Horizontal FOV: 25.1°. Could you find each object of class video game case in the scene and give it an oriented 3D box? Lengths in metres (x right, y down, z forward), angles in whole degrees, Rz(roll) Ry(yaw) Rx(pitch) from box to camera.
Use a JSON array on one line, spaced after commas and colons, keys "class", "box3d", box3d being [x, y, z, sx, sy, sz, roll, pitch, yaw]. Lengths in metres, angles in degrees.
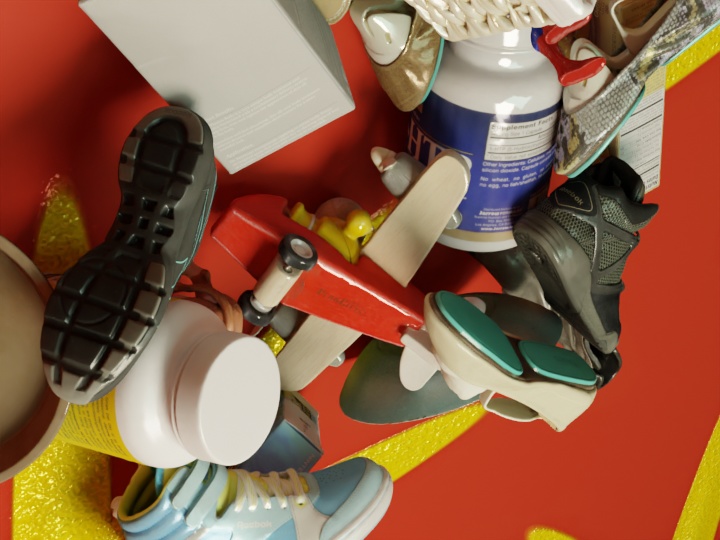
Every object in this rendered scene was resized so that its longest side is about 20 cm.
[{"class": "video game case", "box3d": [-0.112, 0.189, 1.297, 0.045, 0.181, 0.200, 41, 91, -7]}]

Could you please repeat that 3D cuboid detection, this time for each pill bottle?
[{"class": "pill bottle", "box3d": [-0.157, 0.070, 1.102, 0.112, 0.198, 0.114, -19, 114, -52]}, {"class": "pill bottle", "box3d": [0.097, -0.128, 1.246, 0.119, 0.120, 0.202, -19, 133, -30]}]

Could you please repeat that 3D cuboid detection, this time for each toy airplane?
[{"class": "toy airplane", "box3d": [0.000, 0.000, 1.248, 0.197, 0.142, 0.201, -13, 131, 4]}]

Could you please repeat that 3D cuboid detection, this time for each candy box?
[{"class": "candy box", "box3d": [0.189, -0.162, 1.301, 0.055, 0.115, 0.201, -27, 137, -20]}]

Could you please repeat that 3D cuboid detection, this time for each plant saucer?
[{"class": "plant saucer", "box3d": [0.069, 0.061, 1.347, 0.200, 0.200, 0.039, -29, 109, -20]}, {"class": "plant saucer", "box3d": [-0.279, 0.050, 1.047, 0.197, 0.030, 0.203, 1, 111, 3]}]

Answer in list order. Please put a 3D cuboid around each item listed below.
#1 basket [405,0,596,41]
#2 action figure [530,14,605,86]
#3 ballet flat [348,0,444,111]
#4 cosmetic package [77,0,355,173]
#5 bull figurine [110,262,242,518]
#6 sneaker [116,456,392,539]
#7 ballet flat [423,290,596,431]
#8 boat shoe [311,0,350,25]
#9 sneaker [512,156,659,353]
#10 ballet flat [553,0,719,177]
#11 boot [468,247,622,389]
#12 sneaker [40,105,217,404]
[{"class": "basket", "box3d": [0.093, -0.263, 1.047, 0.135, 0.123, 0.202, 41, 58, -31]}, {"class": "action figure", "box3d": [0.136, -0.218, 1.136, 0.098, 0.201, 0.066, -27, 133, -2]}, {"class": "ballet flat", "box3d": [0.030, -0.209, 1.156, 0.072, 0.068, 0.202, -8, 125, -40]}, {"class": "cosmetic package", "box3d": [-0.094, -0.163, 1.050, 0.106, 0.091, 0.200, -24, 140, 11]}, {"class": "bull figurine", "box3d": [-0.144, 0.090, 1.210, 0.065, 0.121, 0.202, 4, 119, -43]}, {"class": "sneaker", "box3d": [-0.081, 0.159, 1.155, 0.198, 0.080, 0.132, -28, 114, -8]}, {"class": "ballet flat", "box3d": [0.102, 0.076, 1.210, 0.199, 0.070, 0.070, 26, 104, -40]}, {"class": "boat shoe", "box3d": [-0.025, -0.243, 1.080, 0.072, 0.065, 0.202, -24, 136, -25]}, {"class": "sneaker", "box3d": [0.195, -0.013, 1.296, 0.114, 0.076, 0.200, -43, 142, -9]}, {"class": "ballet flat", "box3d": [0.194, -0.160, 1.183, 0.201, 0.072, 0.072, -47, 142, 18]}, {"class": "boot", "box3d": [0.170, 0.017, 1.423, 0.068, 0.131, 0.200, -42, 141, -5]}, {"class": "sneaker", "box3d": [-0.136, -0.002, 1.034, 0.079, 0.075, 0.202, 67, 44, -65]}]
